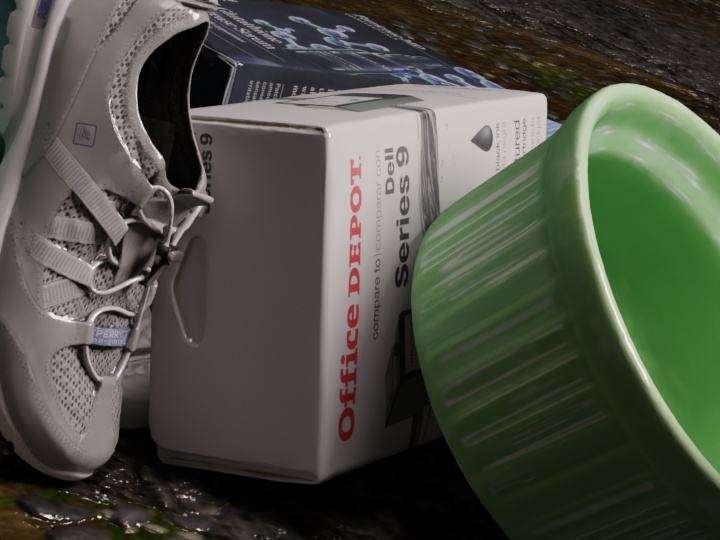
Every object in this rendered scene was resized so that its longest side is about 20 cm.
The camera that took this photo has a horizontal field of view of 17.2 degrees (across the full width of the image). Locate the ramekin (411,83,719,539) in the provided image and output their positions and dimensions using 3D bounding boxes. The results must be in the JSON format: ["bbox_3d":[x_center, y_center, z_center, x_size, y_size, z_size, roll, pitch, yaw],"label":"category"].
[{"bbox_3d":[0.110,0.035,0.964,0.200,0.097,0.201,36,39,-36],"label":"ramekin"}]

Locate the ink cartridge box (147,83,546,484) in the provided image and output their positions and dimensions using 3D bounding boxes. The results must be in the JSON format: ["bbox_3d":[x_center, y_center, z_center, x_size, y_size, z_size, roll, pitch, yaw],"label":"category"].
[{"bbox_3d":[0.000,0.000,1.018,0.084,0.147,0.200,6,11,29],"label":"ink cartridge box"}]

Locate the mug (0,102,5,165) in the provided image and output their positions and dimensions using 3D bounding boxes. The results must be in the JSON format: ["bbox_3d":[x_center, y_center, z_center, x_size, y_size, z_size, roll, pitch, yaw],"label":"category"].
[{"bbox_3d":[-0.223,-0.031,0.929,0.152,0.115,0.185,36,41,30],"label":"mug"}]

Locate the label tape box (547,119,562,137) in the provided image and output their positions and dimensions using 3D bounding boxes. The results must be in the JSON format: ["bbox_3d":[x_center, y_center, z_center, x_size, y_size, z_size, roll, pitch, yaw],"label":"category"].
[{"bbox_3d":[0.157,-0.029,1.427,0.199,0.064,0.144,22,17,19],"label":"label tape box"}]

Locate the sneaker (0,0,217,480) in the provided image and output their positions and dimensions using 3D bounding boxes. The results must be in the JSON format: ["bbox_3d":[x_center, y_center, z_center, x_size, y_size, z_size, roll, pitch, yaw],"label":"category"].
[{"bbox_3d":[-0.097,-0.018,0.909,0.082,0.201,0.075,6,5,23],"label":"sneaker"}]

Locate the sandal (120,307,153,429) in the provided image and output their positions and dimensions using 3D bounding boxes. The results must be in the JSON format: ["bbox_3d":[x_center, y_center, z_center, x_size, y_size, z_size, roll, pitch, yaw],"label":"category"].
[{"bbox_3d":[-0.156,0.014,1.032,0.082,0.050,0.202,-21,48,-40],"label":"sandal"}]

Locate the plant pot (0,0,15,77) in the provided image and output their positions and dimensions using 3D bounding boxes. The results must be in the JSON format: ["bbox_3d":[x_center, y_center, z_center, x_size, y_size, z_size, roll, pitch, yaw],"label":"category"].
[{"bbox_3d":[-0.218,-0.208,1.453,0.195,0.197,0.200,4,12,-35],"label":"plant pot"}]

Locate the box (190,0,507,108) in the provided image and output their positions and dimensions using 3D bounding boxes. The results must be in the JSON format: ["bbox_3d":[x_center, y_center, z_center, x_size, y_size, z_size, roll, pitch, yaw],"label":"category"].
[{"bbox_3d":[-0.043,-0.082,1.334,0.199,0.108,0.148,3,20,-40],"label":"box"}]
